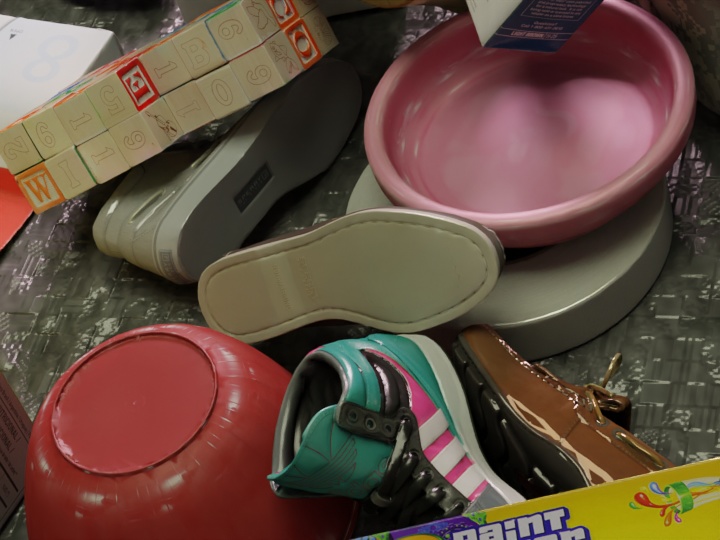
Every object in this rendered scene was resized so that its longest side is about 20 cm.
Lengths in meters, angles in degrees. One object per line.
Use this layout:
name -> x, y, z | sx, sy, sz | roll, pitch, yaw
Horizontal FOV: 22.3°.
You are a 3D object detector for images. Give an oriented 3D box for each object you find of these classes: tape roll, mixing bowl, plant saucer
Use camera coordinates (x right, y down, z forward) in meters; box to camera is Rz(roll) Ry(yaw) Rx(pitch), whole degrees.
tape roll -> 0.090, -0.032, 1.117 | 0.201, 0.037, 0.204 | -10, 48, 11
mixing bowl -> -0.109, 0.103, 1.017 | 0.199, 0.109, 0.201 | -10, 46, 11
plant saucer -> 0.103, -0.085, 1.100 | 0.199, 0.051, 0.201 | -10, 46, 11

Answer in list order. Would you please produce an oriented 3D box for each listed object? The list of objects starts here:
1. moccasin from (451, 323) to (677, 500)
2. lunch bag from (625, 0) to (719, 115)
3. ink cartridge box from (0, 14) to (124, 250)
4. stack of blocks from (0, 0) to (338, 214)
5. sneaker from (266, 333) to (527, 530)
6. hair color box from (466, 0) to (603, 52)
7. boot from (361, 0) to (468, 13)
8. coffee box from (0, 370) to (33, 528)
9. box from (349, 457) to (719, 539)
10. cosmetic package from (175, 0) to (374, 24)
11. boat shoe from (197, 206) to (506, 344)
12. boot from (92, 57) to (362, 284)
moccasin -> 0.121, 0.092, 0.972 | 0.077, 0.074, 0.201 | -30, 43, -21
lunch bag -> 0.235, -0.193, 1.102 | 0.139, 0.201, 0.168 | -21, 41, 0
ink cartridge box -> -0.280, -0.100, 1.298 | 0.159, 0.047, 0.200 | 12, 53, 27
stack of blocks -> -0.126, -0.116, 1.175 | 0.199, 0.059, 0.115 | -22, 14, 31
sneaker -> 0.016, 0.111, 0.937 | 0.120, 0.084, 0.201 | 5, 42, -37
hair color box -> 0.128, -0.222, 1.036 | 0.060, 0.200, 0.101 | 0, 60, -32
boot -> 0.002, -0.226, 1.185 | 0.200, 0.155, 0.073 | 33, 111, 27
coffee box -> -0.334, 0.095, 1.038 | 0.199, 0.201, 0.198 | 14, 55, 29
box -> 0.113, 0.197, 0.797 | 0.199, 0.193, 0.122 | -13, 47, 7
cosmetic package -> -0.067, -0.300, 1.296 | 0.164, 0.201, 0.166 | -7, 49, 12
boat shoe -> 0.000, 0.000, 1.050 | 0.199, 0.072, 0.059 | -12, 9, 34
boot -> -0.090, -0.075, 1.196 | 0.095, 0.074, 0.200 | 16, 50, 39
